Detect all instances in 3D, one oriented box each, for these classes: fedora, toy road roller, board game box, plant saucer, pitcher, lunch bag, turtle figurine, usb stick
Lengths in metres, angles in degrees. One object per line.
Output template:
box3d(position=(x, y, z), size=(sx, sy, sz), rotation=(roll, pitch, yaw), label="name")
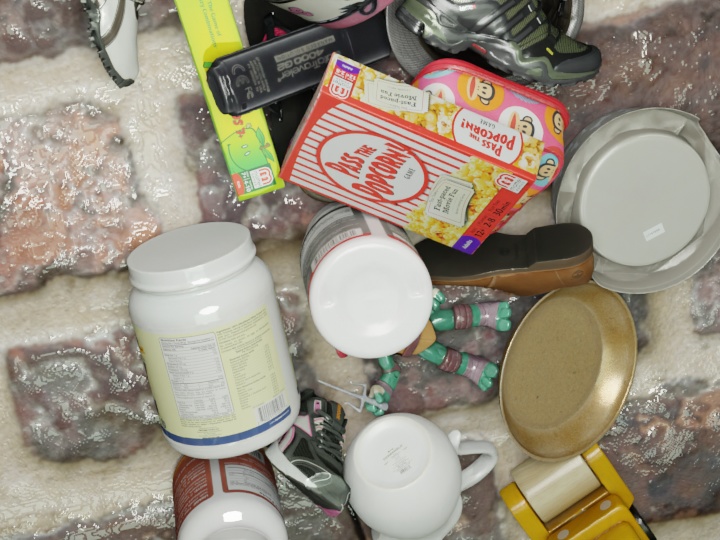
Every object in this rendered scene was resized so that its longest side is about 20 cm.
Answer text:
box3d(position=(0.110, -0.260, 1.202), size=(0.199, 0.090, 0.178), rotation=(-3, 112, -12), label="fedora")
box3d(position=(0.261, 0.295, 1.405), size=(0.123, 0.146, 0.200), rotation=(-35, 112, 3), label="toy road roller")
box3d(position=(0.041, -0.099, 1.124), size=(0.199, 0.152, 0.046), rotation=(22, 61, -7), label="board game box")
box3d(position=(0.216, 0.105, 1.357), size=(0.199, 0.035, 0.201), rotation=(-10, 107, -33), label="plant saucer")
box3d(position=(0.069, 0.215, 1.336), size=(0.171, 0.121, 0.200), rotation=(-38, 150, -11), label="pitcher")
box3d(position=(0.084, -0.114, 1.201), size=(0.175, 0.200, 0.082), rotation=(18, 64, -15), label="lunch bag")
box3d(position=(-0.125, -0.177, 1.182), size=(0.047, 0.102, 0.201), rotation=(-17, 112, -3), label="board game box")
box3d(position=(0.053, 0.068, 1.309), size=(0.199, 0.101, 0.150), rotation=(5, 124, -25), label="turtle figurine")
box3d(position=(-0.051, -0.192, 1.147), size=(0.200, 0.033, 0.056), rotation=(-27, 106, -34), label="usb stick")

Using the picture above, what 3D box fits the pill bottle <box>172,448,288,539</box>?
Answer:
box3d(position=(-0.134, 0.259, 1.288), size=(0.112, 0.200, 0.113), rotation=(-3, 111, -9), label="pill bottle")

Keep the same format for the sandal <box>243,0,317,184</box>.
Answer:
box3d(position=(-0.067, -0.179, 1.189), size=(0.075, 0.045, 0.201), rotation=(-11, 92, 21), label="sandal")

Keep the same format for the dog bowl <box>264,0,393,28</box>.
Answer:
box3d(position=(-0.007, -0.302, 1.116), size=(0.074, 0.200, 0.200), rotation=(35, 101, -36), label="dog bowl")

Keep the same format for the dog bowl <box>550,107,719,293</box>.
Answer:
box3d(position=(0.291, -0.078, 1.321), size=(0.199, 0.059, 0.201), rotation=(-3, 111, -9), label="dog bowl")

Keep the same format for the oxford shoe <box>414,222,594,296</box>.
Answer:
box3d(position=(0.141, 0.001, 1.297), size=(0.199, 0.072, 0.071), rotation=(-1, 137, 17), label="oxford shoe")

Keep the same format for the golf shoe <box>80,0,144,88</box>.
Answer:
box3d(position=(-0.210, -0.267, 1.147), size=(0.094, 0.078, 0.201), rotation=(-9, 113, -7), label="golf shoe")

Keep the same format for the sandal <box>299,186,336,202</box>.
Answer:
box3d(position=(-0.023, -0.162, 1.232), size=(0.081, 0.055, 0.201), rotation=(11, 108, -14), label="sandal")

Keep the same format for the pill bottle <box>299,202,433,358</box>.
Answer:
box3d(position=(0.000, 0.000, 1.213), size=(0.113, 0.200, 0.115), rotation=(-2, 106, -6), label="pill bottle")

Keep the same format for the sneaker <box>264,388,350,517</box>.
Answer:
box3d(position=(-0.049, 0.170, 1.278), size=(0.086, 0.200, 0.080), rotation=(-46, 117, -2), label="sneaker")

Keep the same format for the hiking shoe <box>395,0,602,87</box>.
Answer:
box3d(position=(0.137, -0.231, 1.127), size=(0.199, 0.076, 0.101), rotation=(15, 110, -17), label="hiking shoe")

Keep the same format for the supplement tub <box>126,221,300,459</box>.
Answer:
box3d(position=(-0.146, 0.067, 1.245), size=(0.144, 0.145, 0.201), rotation=(-14, 112, -5), label="supplement tub")
